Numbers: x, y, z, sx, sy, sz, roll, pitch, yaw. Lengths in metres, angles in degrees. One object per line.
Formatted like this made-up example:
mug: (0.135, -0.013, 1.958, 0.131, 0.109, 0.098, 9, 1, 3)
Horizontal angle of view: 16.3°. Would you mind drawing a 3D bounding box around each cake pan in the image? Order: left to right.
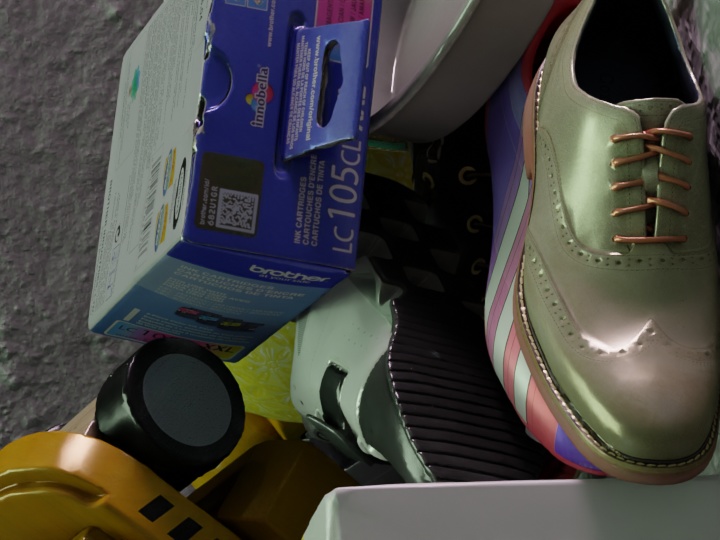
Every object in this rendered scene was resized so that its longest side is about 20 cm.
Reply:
cake pan: (0.043, -0.140, 1.055, 0.200, 0.037, 0.201, -53, 23, 34)

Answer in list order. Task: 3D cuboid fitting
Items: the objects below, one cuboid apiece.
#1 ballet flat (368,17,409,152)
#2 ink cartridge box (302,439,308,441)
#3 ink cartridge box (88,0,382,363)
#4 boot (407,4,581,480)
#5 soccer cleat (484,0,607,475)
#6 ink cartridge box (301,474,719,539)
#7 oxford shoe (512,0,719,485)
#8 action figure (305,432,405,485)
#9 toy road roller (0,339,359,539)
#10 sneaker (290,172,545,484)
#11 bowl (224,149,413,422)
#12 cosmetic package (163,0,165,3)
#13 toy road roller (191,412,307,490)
ballet flat: (0.043, -0.135, 1.192, 0.071, 0.065, 0.200, 92, -156, -67)
ink cartridge box: (-0.017, 0.205, 1.408, 0.104, 0.059, 0.201, 76, -173, -67)
ink cartridge box: (-0.049, -0.051, 1.037, 0.200, 0.076, 0.137, 140, 138, -68)
boot: (0.063, -0.004, 1.097, 0.151, 0.073, 0.201, -112, 29, -58)
soccer cleat: (0.083, -0.017, 0.975, 0.077, 0.066, 0.200, 105, 165, -53)
ink cartridge box: (0.052, 0.163, 0.911, 0.200, 0.147, 0.145, 109, 158, -73)
oxford shoe: (0.090, -0.020, 0.874, 0.074, 0.071, 0.200, 101, 165, -52)
action figure: (0.042, 0.152, 1.171, 0.200, 0.069, 0.130, 59, 176, 6)
toy road roller: (-0.077, 0.143, 1.062, 0.123, 0.200, 0.146, -38, 18, 45)
sneaker: (0.015, 0.051, 1.017, 0.089, 0.074, 0.200, -60, 27, 25)
bowl: (0.000, 0.000, 1.235, 0.108, 0.200, 0.201, 44, 139, 51)
cosmetic package: (-0.080, -0.120, 1.318, 0.200, 0.050, 0.083, -92, 12, -68)
toy road roller: (-0.057, 0.057, 1.455, 0.123, 0.146, 0.200, 48, 173, 22)
